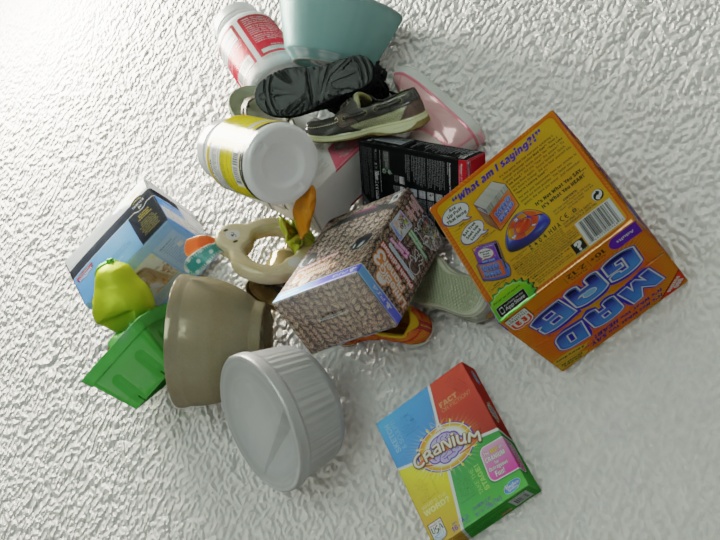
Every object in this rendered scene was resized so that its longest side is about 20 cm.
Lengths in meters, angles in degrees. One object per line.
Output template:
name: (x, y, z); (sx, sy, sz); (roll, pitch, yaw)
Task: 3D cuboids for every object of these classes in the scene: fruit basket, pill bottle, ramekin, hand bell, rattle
fruit basket: (-0.361, 0.092, 1.776); (0.156, 0.216, 0.216); (-47, 52, 7)
pill bottle: (-0.154, -0.164, 1.652); (0.200, 0.114, 0.114); (22, 82, 58)
ramekin: (-0.104, 0.198, 1.601); (0.202, 0.094, 0.203); (32, 132, 44)
hand bell: (-0.106, -0.046, 1.783); (0.104, 0.104, 0.200); (-10, 53, 30)
pill bottle: (-0.173, -0.364, 1.940); (0.112, 0.112, 0.200); (-42, 52, 11)
rattle: (-0.167, -0.059, 1.664); (0.199, 0.143, 0.130); (12, 63, 8)

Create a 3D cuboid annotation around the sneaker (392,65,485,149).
sneaker: (0.087, -0.223, 1.718); (0.105, 0.075, 0.200); (-42, 56, -2)

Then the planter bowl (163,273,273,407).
planter bowl: (-0.203, 0.107, 1.716); (0.134, 0.200, 0.201); (1, 68, 5)

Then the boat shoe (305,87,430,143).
boat shoe: (0.005, -0.229, 1.681); (0.200, 0.072, 0.066); (-4, 110, 31)

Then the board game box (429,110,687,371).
board game box: (0.249, -0.033, 1.449); (0.200, 0.200, 0.200); (-38, 53, 14)

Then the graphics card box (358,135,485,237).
graphics card box: (0.089, -0.120, 1.652); (0.200, 0.051, 0.126); (14, 120, 37)

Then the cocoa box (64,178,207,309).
cocoa box: (-0.359, -0.020, 1.891); (0.200, 0.133, 0.131); (-45, 46, 8)

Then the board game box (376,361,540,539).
board game box: (0.124, 0.244, 1.511); (0.153, 0.040, 0.200); (-38, 53, 14)

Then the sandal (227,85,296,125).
sandal: (-0.146, -0.240, 1.782); (0.080, 0.057, 0.201); (-35, 45, -8)

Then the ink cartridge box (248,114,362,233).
ink cartridge box: (-0.090, -0.161, 1.785); (0.200, 0.083, 0.147); (27, 64, 40)

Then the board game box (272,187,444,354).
board game box: (0.000, 0.000, 1.591); (0.159, 0.097, 0.200); (-21, 25, 38)

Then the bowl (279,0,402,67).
bowl: (-0.041, -0.369, 1.814); (0.200, 0.201, 0.105); (11, 89, 37)

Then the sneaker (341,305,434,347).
sneaker: (0.009, 0.068, 1.646); (0.200, 0.077, 0.073); (-3, 69, 35)

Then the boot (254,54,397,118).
boot: (-0.048, -0.269, 1.758); (0.198, 0.162, 0.074); (-15, 85, 9)

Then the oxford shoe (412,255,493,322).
oxford shoe: (0.123, 0.026, 1.605); (0.200, 0.058, 0.075); (25, 90, 54)
